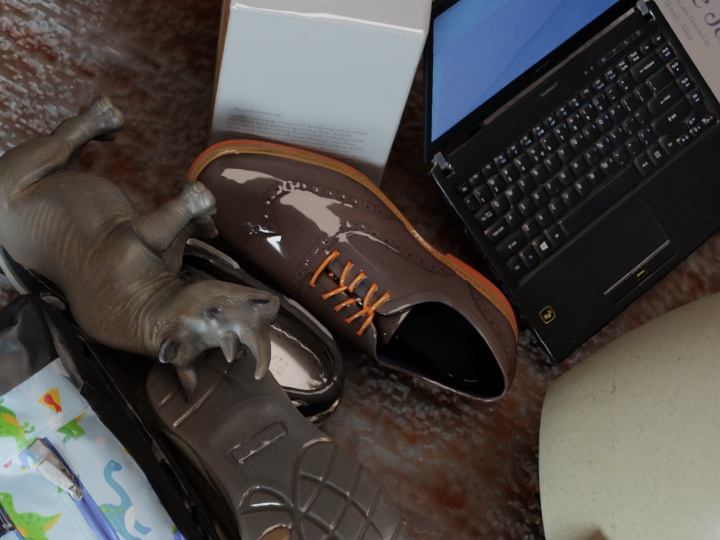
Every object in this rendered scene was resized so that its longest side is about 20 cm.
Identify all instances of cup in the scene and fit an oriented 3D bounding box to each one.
[{"bbox_3d":[0.168,0.103,1.200,0.142,0.200,0.202,-4,68,14],"label":"cup"}]

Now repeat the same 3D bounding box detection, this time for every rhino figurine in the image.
[{"bbox_3d":[-0.109,-0.006,1.161,0.087,0.060,0.200,-40,59,-14],"label":"rhino figurine"}]

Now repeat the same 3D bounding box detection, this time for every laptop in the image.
[{"bbox_3d":[0.130,-0.086,1.253,0.177,0.103,0.201,-37,97,-23],"label":"laptop"}]

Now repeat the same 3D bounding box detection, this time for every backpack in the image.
[{"bbox_3d":[-0.132,0.130,1.129,0.200,0.163,0.154,43,74,-2],"label":"backpack"}]

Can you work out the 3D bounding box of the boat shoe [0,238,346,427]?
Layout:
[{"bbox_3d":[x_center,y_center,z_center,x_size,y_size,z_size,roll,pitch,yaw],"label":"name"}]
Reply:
[{"bbox_3d":[-0.096,0.017,1.222,0.199,0.060,0.074,33,70,1],"label":"boat shoe"}]

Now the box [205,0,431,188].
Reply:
[{"bbox_3d":[-0.022,-0.133,1.219,0.097,0.200,0.125,7,66,-5],"label":"box"}]

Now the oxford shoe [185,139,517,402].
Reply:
[{"bbox_3d":[0.000,0.000,1.219,0.199,0.073,0.071,30,108,-13],"label":"oxford shoe"}]

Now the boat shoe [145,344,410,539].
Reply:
[{"bbox_3d":[-0.032,0.117,1.144,0.074,0.074,0.200,-27,58,-13],"label":"boat shoe"}]

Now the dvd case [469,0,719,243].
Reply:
[{"bbox_3d":[0.156,-0.102,1.354,0.199,0.018,0.143,-29,78,-22],"label":"dvd case"}]
